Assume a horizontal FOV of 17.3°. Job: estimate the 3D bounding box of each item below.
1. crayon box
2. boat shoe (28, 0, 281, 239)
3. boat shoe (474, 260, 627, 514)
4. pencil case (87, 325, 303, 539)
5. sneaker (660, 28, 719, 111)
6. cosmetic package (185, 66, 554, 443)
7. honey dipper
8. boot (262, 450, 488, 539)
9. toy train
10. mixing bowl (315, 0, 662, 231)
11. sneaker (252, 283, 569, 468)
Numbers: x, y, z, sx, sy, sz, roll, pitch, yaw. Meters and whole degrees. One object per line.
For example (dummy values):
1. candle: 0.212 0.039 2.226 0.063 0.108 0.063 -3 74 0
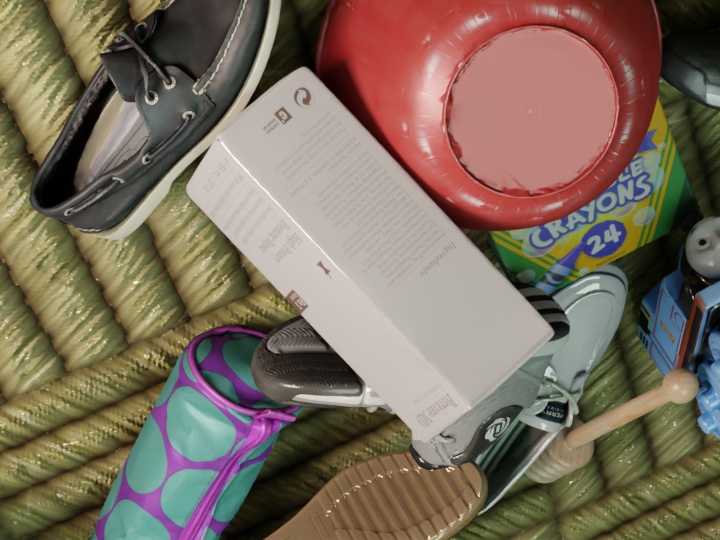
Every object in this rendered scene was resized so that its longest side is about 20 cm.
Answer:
1. crayon box: 0.117 -0.080 1.418 0.126 0.052 0.200 -27 135 1
2. boat shoe: -0.117 -0.097 1.281 0.066 0.075 0.199 6 137 -43
3. boat shoe: 0.119 0.080 1.550 0.074 0.067 0.200 14 123 -28
4. pencil case: -0.105 0.131 1.482 0.085 0.092 0.200 8 125 -30
5. sneaker: 0.262 -0.155 1.406 0.200 0.075 0.116 -1 126 -40
6. cosmetic package: 0.003 -0.006 1.296 0.074 0.200 0.102 -42 177 -20
7. honey dipper: 0.163 0.097 1.540 0.038 0.038 0.200 1 161 -25
8. boot: 0.011 0.186 1.583 0.200 0.072 0.166 -25 157 12
9. toy train: 0.233 0.035 1.494 0.087 0.114 0.200 -31 160 -8
10. mixing bowl: 0.082 -0.101 1.293 0.200 0.108 0.200 -3 109 -9
11. sneaker: 0.027 0.080 1.415 0.200 0.075 0.116 -8 133 -22
